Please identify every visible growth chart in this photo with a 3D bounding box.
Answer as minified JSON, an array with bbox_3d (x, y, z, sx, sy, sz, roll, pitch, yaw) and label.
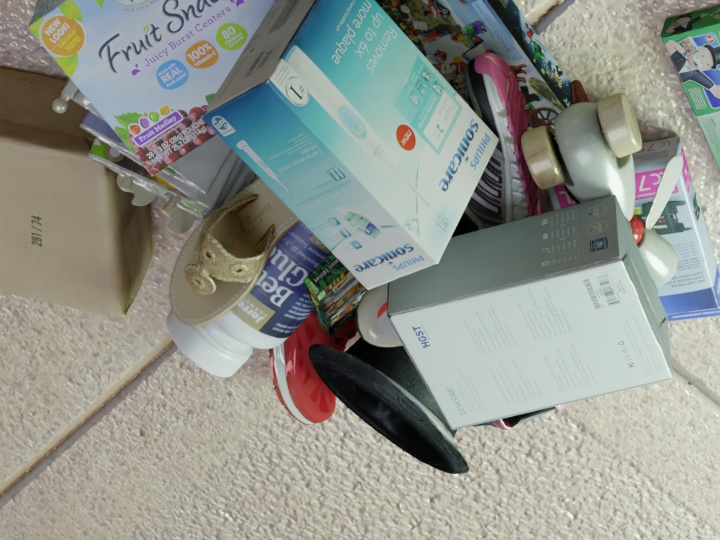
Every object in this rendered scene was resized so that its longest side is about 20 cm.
[{"bbox_3d":[-0.171,-0.128,1.749,0.200,0.145,0.018,40,174,-15],"label":"growth chart"}]

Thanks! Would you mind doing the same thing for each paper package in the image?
[{"bbox_3d":[-0.299,-0.073,1.856,0.189,0.104,0.201,11,134,10],"label":"paper package"}]

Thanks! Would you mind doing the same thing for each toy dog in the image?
[{"bbox_3d":[0.202,-0.079,1.645,0.131,0.097,0.201,-3,136,7],"label":"toy dog"}]

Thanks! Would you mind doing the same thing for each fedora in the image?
[{"bbox_3d":[0.046,0.102,1.836,0.200,0.092,0.201,36,169,8],"label":"fedora"}]

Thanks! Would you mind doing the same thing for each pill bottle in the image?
[{"bbox_3d":[-0.083,-0.001,1.793,0.111,0.111,0.200,37,109,-15],"label":"pill bottle"}]

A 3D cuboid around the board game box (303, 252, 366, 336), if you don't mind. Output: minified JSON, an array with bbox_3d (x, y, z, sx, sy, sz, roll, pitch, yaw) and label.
[{"bbox_3d":[0.000,0.000,1.746,0.023,0.105,0.200,44,174,10],"label":"board game box"}]

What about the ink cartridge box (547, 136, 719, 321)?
[{"bbox_3d":[0.245,-0.020,1.747,0.119,0.042,0.201,-8,128,21],"label":"ink cartridge box"}]

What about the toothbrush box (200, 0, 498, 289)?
[{"bbox_3d":[-0.004,-0.109,1.542,0.085,0.147,0.200,-20,121,44],"label":"toothbrush box"}]

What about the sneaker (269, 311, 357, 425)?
[{"bbox_3d":[-0.025,0.070,1.904,0.115,0.079,0.201,1,131,21],"label":"sneaker"}]

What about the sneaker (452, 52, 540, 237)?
[{"bbox_3d":[0.097,-0.093,1.661,0.087,0.074,0.201,-2,134,13],"label":"sneaker"}]

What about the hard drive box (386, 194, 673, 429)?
[{"bbox_3d":[0.141,0.038,1.644,0.199,0.077,0.156,-14,133,16],"label":"hard drive box"}]

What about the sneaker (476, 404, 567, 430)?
[{"bbox_3d":[0.121,0.121,1.891,0.199,0.082,0.070,-25,118,36],"label":"sneaker"}]

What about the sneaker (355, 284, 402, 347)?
[{"bbox_3d":[0.093,0.016,1.731,0.199,0.093,0.071,-17,96,-10],"label":"sneaker"}]

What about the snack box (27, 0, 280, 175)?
[{"bbox_3d":[-0.141,-0.200,1.624,0.199,0.068,0.169,-31,115,16],"label":"snack box"}]

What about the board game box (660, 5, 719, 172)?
[{"bbox_3d":[0.343,-0.133,1.623,0.134,0.029,0.201,-12,125,27],"label":"board game box"}]

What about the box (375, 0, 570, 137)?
[{"bbox_3d":[0.086,-0.170,1.675,0.136,0.038,0.200,-22,120,34],"label":"box"}]

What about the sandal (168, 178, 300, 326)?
[{"bbox_3d":[-0.105,-0.035,1.700,0.212,0.070,0.078,-42,73,17],"label":"sandal"}]
